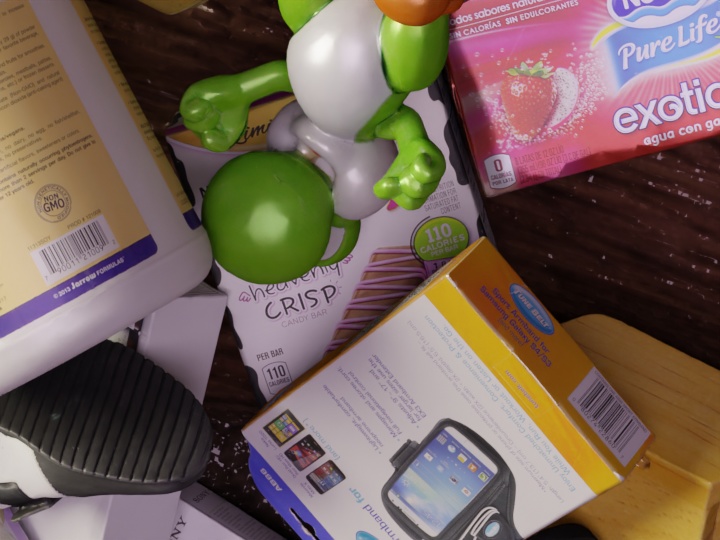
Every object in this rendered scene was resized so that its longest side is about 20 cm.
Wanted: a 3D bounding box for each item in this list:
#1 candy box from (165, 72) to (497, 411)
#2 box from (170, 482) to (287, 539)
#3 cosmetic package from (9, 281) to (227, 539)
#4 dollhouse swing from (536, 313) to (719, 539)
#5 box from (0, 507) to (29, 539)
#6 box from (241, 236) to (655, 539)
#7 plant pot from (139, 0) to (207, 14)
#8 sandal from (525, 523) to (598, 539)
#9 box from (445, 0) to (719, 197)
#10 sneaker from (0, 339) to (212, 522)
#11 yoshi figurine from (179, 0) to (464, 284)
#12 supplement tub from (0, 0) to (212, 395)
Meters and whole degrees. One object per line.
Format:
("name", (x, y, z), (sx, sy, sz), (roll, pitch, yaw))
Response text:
("candy box", (0.000, 0.000, 1.171), (0.135, 0.061, 0.201), (-18, 104, 6))
("box", (-0.042, 0.221, 1.219), (0.199, 0.036, 0.145), (31, 104, 10))
("cosmetic package", (-0.130, 0.090, 1.178), (0.050, 0.082, 0.201), (-2, 113, -43))
("dollhouse swing", (0.161, 0.103, 1.173), (0.181, 0.176, 0.201), (27, 138, 25))
("box", (-0.187, 0.143, 1.168), (0.201, 0.039, 0.041), (55, 130, 19))
("box", (0.030, 0.079, 1.095), (0.119, 0.041, 0.200), (49, 138, -3))
("plant pot", (-0.086, -0.234, 1.051), (0.193, 0.196, 0.201), (-29, 112, 8))
("sandal", (0.081, 0.204, 1.130), (0.075, 0.045, 0.201), (-19, 139, -28))
("box", (0.139, -0.113, 1.119), (0.199, 0.100, 0.096), (-15, 104, 5))
("sneaker", (-0.162, 0.078, 1.124), (0.198, 0.074, 0.089), (11, 141, 12))
("yoshi figurine", (-0.020, -0.064, 1.038), (0.111, 0.113, 0.201), (-3, 138, -16))
("supplement tub", (-0.168, -0.055, 1.032), (0.145, 0.145, 0.201), (-27, 94, 8))
